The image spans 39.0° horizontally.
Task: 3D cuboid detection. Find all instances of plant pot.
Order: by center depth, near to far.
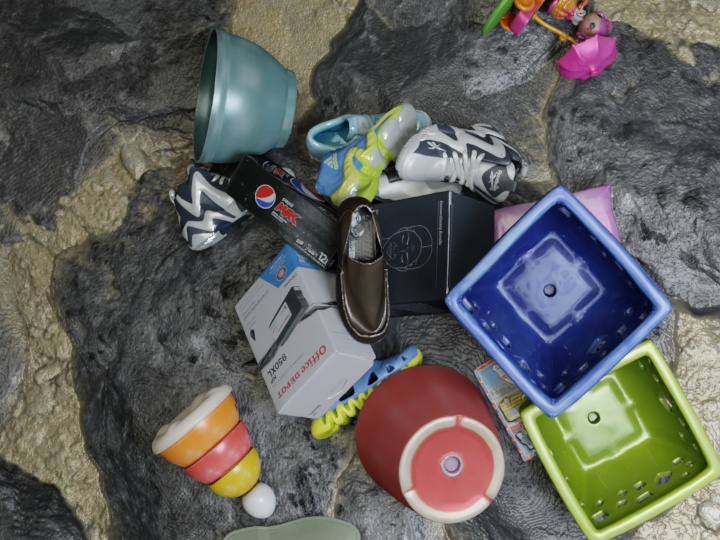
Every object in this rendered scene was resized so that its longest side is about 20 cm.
[{"bbox_3d":[0.236,0.028,1.251,0.200,0.180,0.200,-44,90,10],"label":"plant pot"},{"bbox_3d":[0.330,0.212,1.354,0.198,0.181,0.201,-29,92,4],"label":"plant pot"},{"bbox_3d":[0.103,0.240,1.368,0.198,0.177,0.203,-1,97,-9],"label":"plant pot"},{"bbox_3d":[-0.173,-0.255,1.547,0.133,0.200,0.203,7,79,-16],"label":"plant pot"}]

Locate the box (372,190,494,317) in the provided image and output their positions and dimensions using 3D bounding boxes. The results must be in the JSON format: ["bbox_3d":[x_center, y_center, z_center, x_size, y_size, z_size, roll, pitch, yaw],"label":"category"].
[{"bbox_3d":[0.082,-0.018,1.445,0.199,0.106,0.150,-6,76,44],"label":"box"}]

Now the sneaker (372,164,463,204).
[{"bbox_3d":[0.058,-0.128,1.537,0.198,0.074,0.089,11,73,4],"label":"sneaker"}]

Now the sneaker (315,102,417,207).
[{"bbox_3d":[0.000,-0.177,1.490,0.104,0.076,0.201,16,57,32],"label":"sneaker"}]

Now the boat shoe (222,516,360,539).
[{"bbox_3d":[-0.098,0.404,1.466,0.199,0.061,0.072,-4,34,0],"label":"boat shoe"}]

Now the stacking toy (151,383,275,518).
[{"bbox_3d":[-0.195,0.281,1.489,0.146,0.146,0.201,-38,95,0],"label":"stacking toy"}]

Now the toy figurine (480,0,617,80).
[{"bbox_3d":[0.310,-0.375,1.529,0.184,0.150,0.200,39,63,1],"label":"toy figurine"}]

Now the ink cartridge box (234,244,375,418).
[{"bbox_3d":[-0.082,0.087,1.451,0.145,0.084,0.201,-48,51,27],"label":"ink cartridge box"}]

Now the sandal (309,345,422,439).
[{"bbox_3d":[-0.002,0.161,1.487,0.199,0.080,0.088,-31,72,1],"label":"sandal"}]

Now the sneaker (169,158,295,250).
[{"bbox_3d":[-0.209,-0.135,1.573,0.198,0.079,0.130,-33,84,12],"label":"sneaker"}]

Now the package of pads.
[{"bbox_3d":[0.281,-0.043,1.476,0.198,0.076,0.122,-13,80,7],"label":"package of pads"}]

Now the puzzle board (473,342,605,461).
[{"bbox_3d":[0.284,0.160,1.469,0.199,0.017,0.152,-30,76,2],"label":"puzzle board"}]

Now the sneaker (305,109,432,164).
[{"bbox_3d":[0.011,-0.207,1.549,0.198,0.082,0.075,-15,78,6],"label":"sneaker"}]

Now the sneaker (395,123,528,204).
[{"bbox_3d":[0.157,-0.146,1.449,0.129,0.198,0.080,41,126,38],"label":"sneaker"}]

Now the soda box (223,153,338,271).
[{"bbox_3d":[-0.096,-0.086,1.462,0.199,0.063,0.071,38,108,16],"label":"soda box"}]

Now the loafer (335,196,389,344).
[{"bbox_3d":[0.000,0.000,1.363,0.072,0.071,0.203,-9,90,-6],"label":"loafer"}]
